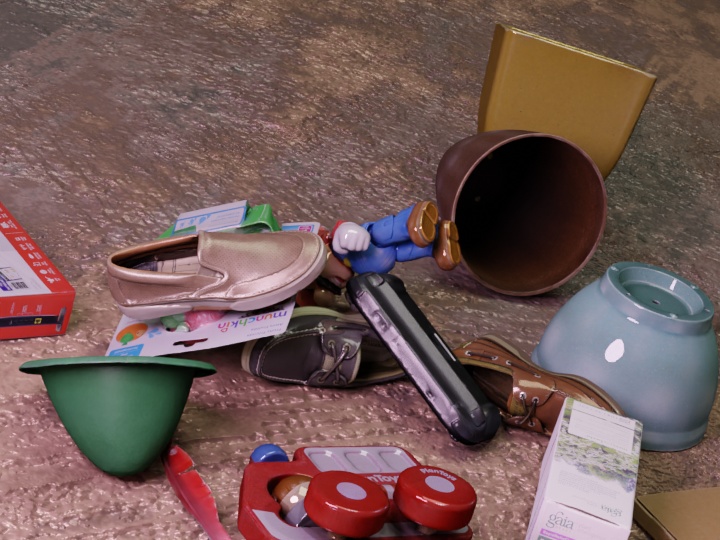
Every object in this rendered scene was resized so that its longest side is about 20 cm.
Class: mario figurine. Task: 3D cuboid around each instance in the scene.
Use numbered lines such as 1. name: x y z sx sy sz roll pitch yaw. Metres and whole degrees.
1. mario figurine: 0.000 0.000 1.762 0.200 0.124 0.106 -15 19 32

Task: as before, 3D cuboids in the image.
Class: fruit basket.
1. fruit basket: -0.141 0.013 1.635 0.185 0.094 0.200 -11 24 16

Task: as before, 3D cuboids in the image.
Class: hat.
1. hat: -0.199 0.164 1.443 0.165 0.177 0.200 3 -8 -25

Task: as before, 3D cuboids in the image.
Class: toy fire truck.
1. toy fire truck: -0.013 0.195 1.402 0.199 0.112 0.168 2 24 -31

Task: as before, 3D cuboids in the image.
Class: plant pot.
1. plant pot: 0.239 -0.187 2.194 0.194 0.201 0.196 17 11 -3
2. plant pot: 0.163 -0.088 2.028 0.186 0.188 0.200 9 13 -19
3. plant pot: 0.290 0.075 1.808 0.200 0.135 0.200 15 25 -7

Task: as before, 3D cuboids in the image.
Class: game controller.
1. game controller: 0.062 0.083 1.674 0.200 0.042 0.104 54 12 14

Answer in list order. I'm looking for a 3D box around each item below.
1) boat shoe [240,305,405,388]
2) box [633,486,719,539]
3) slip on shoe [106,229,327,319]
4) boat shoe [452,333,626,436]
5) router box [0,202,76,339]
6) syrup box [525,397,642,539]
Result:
1. boat shoe: -0.022 0.078 1.666 0.200 0.072 0.066 -1 27 -44
2. box: 0.368 0.270 1.604 0.163 0.021 0.200 0 31 -34
3. slip on shoe: -0.131 -0.007 1.563 0.199 0.061 0.076 -8 46 9
4. boat shoe: 0.168 0.130 1.704 0.200 0.072 0.068 26 29 37
5. router box: -0.389 -0.006 1.612 0.179 0.049 0.200 -4 34 -39
6. syrup box: 0.201 0.201 1.561 0.079 0.082 0.200 19 26 4
